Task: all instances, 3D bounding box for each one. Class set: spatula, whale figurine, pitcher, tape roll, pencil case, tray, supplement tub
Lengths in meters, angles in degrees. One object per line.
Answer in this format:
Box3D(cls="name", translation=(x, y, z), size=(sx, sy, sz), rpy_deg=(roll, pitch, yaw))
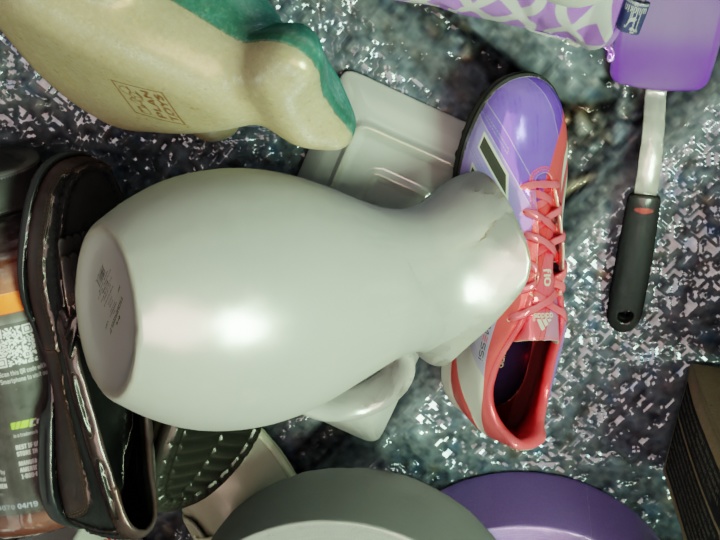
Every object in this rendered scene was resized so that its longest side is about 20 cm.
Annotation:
Box3D(cls="spatula", translation=(0.154, -0.058, 0.733), size=(0.056, 0.021, 0.201), rpy_deg=(5, 111, 1))
Box3D(cls="whale figurine", translation=(-0.084, -0.124, 0.659), size=(0.199, 0.159, 0.104), rpy_deg=(21, 71, 28))
Box3D(cls="pitcher", translation=(-0.038, 0.028, 0.677), size=(0.199, 0.122, 0.172), rpy_deg=(-5, 138, -31))
Box3D(cls="tape roll", translation=(-0.005, 0.213, 0.756), size=(0.199, 0.066, 0.202), rpy_deg=(3, 109, 9))
Box3D(cls="pencil case", translation=(0.043, -0.162, 0.676), size=(0.199, 0.084, 0.086), rpy_deg=(13, 136, 2))
Box3D(cls="tray", translation=(0.000, 0.000, 0.768), size=(0.107, 0.022, 0.201), rpy_deg=(23, 111, -5))
Box3D(cls="supplement tub", translation=(-0.194, 0.037, 0.754), size=(0.106, 0.107, 0.201), rpy_deg=(-3, 110, 6))
Box3D(cls="tape roll", translation=(0.097, 0.224, 0.820), size=(0.199, 0.066, 0.202), rpy_deg=(2, 110, 5))

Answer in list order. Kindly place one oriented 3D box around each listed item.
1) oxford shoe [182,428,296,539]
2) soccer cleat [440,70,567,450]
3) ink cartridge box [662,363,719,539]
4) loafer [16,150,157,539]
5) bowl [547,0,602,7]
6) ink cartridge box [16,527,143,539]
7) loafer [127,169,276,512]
Box3D(cls="oxford shoe", translation=(-0.065, 0.164, 0.816), size=(0.075, 0.058, 0.201), rpy_deg=(-18, 105, 15))
Box3D(cls="soccer cleat", translation=(0.086, -0.002, 0.723), size=(0.068, 0.073, 0.201), rpy_deg=(-4, 114, -21))
Box3D(cls="ink cartridge box", translation=(0.271, 0.123, 0.712), size=(0.198, 0.165, 0.076), rpy_deg=(8, 109, 2))
Box3D(cls="loafer", translation=(-0.128, 0.041, 0.700), size=(0.063, 0.072, 0.202), rpy_deg=(12, 107, 40))
Box3D(cls="bowl", translation=(0.090, -0.220, 0.604), size=(0.200, 0.075, 0.200), rpy_deg=(42, 80, 15))
Box3D(cls="ink cartridge box", translation=(-0.163, 0.269, 0.815), size=(0.144, 0.147, 0.200), rpy_deg=(-34, 105, 16))
Box3D(cls="loafer", translation=(-0.088, 0.036, 0.762), size=(0.071, 0.073, 0.201), rpy_deg=(23, 98, 37))
